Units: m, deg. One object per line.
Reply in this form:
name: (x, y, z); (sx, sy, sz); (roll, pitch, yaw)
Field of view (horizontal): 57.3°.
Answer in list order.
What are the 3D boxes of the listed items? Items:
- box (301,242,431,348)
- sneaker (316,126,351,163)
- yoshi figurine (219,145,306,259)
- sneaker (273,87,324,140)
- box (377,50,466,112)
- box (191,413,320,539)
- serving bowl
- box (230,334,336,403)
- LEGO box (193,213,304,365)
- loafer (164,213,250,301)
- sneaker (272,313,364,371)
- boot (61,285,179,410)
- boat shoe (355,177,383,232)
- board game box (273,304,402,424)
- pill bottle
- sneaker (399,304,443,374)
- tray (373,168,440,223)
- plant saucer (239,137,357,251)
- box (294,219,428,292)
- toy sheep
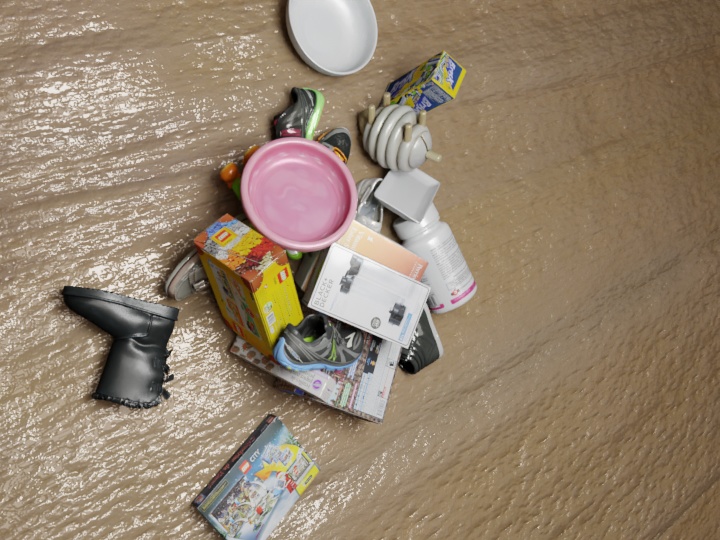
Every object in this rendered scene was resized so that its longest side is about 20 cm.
box: (0.010, 0.042, 1.133); (0.196, 0.060, 0.120); (25, 89, -16)
sneaker: (-0.063, -0.183, 1.246); (0.078, 0.076, 0.204); (37, 69, -32)
yoshi figurine: (-0.152, -0.112, 1.140); (0.202, 0.111, 0.112); (53, 28, -4)
sneaker: (-0.130, -0.248, 1.227); (0.082, 0.077, 0.206); (20, 72, -10)
box: (0.117, -0.355, 1.304); (0.064, 0.198, 0.072); (32, 71, -24)
box: (-0.178, 0.376, 1.153); (0.200, 0.037, 0.138); (-46, 109, -26)
serving bowl: (-0.063, -0.473, 1.281); (0.195, 0.065, 0.207); (3, 83, -31)
box: (-0.133, 0.162, 1.118); (0.039, 0.196, 0.042); (-62, 152, -13)
LEGO box: (-0.174, 0.033, 1.070); (0.077, 0.147, 0.204); (-40, 142, -27)
loafer: (-0.242, -0.017, 1.119); (0.062, 0.073, 0.200); (35, 61, 14)
sneaker: (-0.057, 0.115, 1.088); (0.196, 0.070, 0.085); (2, 116, -49)
boot: (-0.382, 0.122, 1.033); (0.194, 0.073, 0.168); (17, 80, -30)
boat shoe: (0.009, -0.086, 1.289); (0.069, 0.069, 0.207); (15, 78, -28)
board game box: (-0.038, 0.173, 1.222); (0.196, 0.096, 0.164); (26, 73, -27)
pill bottle: (0.150, -0.027, 1.346); (0.112, 0.112, 0.204); (-34, 104, -29)
sneaker: (0.092, 0.117, 1.322); (0.099, 0.070, 0.204); (-37, 109, -33)
tray: (0.093, -0.156, 1.309); (0.106, 0.022, 0.201); (32, 34, 0)
plant saucer: (-0.103, -0.121, 1.093); (0.194, 0.051, 0.207); (6, 66, -14)
box: (0.000, 0.000, 1.214); (0.196, 0.106, 0.156); (26, 92, -16)
toy sheep: (0.075, -0.261, 1.296); (0.198, 0.140, 0.137); (35, 58, 26)
